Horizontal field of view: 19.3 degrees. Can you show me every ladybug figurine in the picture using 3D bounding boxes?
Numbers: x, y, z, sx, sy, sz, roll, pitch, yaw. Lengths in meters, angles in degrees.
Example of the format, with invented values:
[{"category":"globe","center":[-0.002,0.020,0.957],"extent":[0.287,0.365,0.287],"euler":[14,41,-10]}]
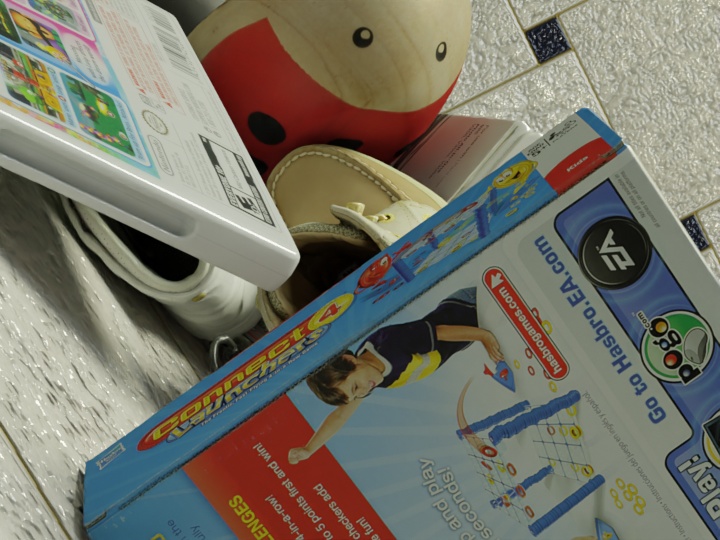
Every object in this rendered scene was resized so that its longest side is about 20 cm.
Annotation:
[{"category":"ladybug figurine","center":[-0.021,-0.085,1.027],"extent":[0.200,0.135,0.072],"euler":[-40,-127,56]}]

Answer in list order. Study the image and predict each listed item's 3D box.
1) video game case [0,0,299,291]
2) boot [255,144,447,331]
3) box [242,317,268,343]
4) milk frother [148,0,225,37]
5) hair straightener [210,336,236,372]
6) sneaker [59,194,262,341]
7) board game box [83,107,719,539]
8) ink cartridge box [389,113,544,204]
[{"category":"video game case","center":[-0.124,-0.085,0.824],"extent":[0.182,0.024,0.200],"euler":[26,22,-34]},{"category":"boot","center":[0.000,0.000,0.900],"extent":[0.200,0.072,0.154],"euler":[48,12,30]},{"category":"box","center":[-0.006,0.034,1.048],"extent":[0.200,0.040,0.137],"euler":[39,9,11]},{"category":"milk frother","center":[-0.065,-0.160,1.191],"extent":[0.188,0.199,0.181],"euler":[53,15,-30]},{"category":"hair straightener","center":[0.021,0.086,0.890],"extent":[0.200,0.041,0.077],"euler":[36,-19,-12]},{"category":"sneaker","center":[-0.107,-0.067,0.942],"extent":[0.201,0.073,0.116],"euler":[57,2,13]},{"category":"board game box","center":[0.049,0.087,0.665],"extent":[0.200,0.195,0.056],"euler":[54,4,-18]},{"category":"ink cartridge box","center":[0.062,-0.005,1.096],"extent":[0.146,0.084,0.200],"euler":[44,-10,-19]}]
